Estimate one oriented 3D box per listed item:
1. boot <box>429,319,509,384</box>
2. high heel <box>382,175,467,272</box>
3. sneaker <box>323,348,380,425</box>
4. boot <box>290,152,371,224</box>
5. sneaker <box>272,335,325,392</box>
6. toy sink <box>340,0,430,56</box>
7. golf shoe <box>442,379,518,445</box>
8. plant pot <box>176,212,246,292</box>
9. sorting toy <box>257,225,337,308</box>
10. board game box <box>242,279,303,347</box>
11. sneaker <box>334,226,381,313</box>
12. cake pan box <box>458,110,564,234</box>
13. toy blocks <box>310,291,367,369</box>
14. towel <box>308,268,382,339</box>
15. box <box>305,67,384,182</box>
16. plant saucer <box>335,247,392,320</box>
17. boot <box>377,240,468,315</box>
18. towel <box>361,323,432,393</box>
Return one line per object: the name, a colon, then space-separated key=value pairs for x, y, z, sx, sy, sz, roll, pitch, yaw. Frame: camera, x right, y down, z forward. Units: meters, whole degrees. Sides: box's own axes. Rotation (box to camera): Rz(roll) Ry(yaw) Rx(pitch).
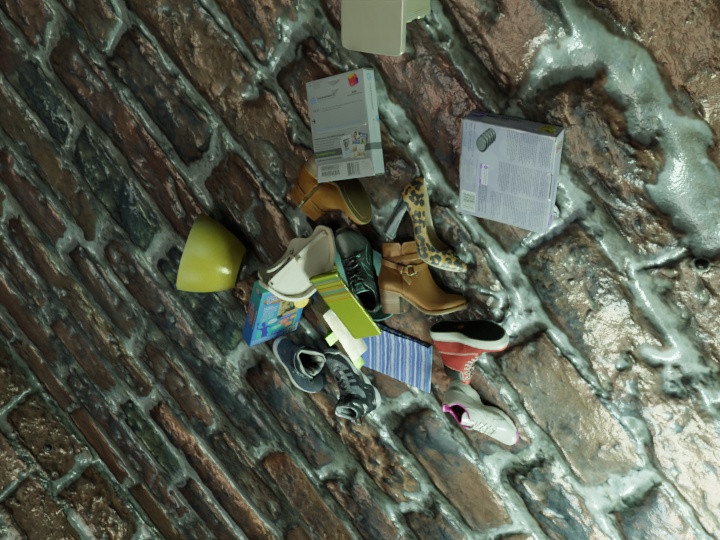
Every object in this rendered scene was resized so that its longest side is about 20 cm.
boot: x=0.251 y=0.186 z=1.559 sx=0.197 sy=0.072 sz=0.147 roll=0 pitch=119 yaw=47
high heel: x=0.158 y=-0.092 z=1.461 sx=0.197 sy=0.072 sz=0.145 roll=30 pitch=112 yaw=0
sneaker: x=-0.041 y=0.298 z=1.824 sx=0.200 sy=0.114 sz=0.075 roll=47 pitch=135 yaw=1
boot: x=-0.067 y=-0.152 z=1.581 sx=0.202 sy=0.073 sz=0.155 roll=55 pitch=136 yaw=11
sneaker: x=-0.130 y=0.262 z=1.854 sx=0.144 sy=0.078 sz=0.203 roll=11 pitch=146 yaw=48
toy sink: x=0.047 y=-0.491 z=1.238 sx=0.128 sy=0.112 sz=0.205 roll=16 pitch=122 yaw=28
golf shoe: x=0.268 y=0.341 z=1.632 sx=0.198 sy=0.091 sz=0.076 roll=36 pitch=133 yaw=11
plant pot: x=-0.372 y=-0.028 z=1.836 sx=0.138 sy=0.203 sz=0.203 roll=17 pitch=133 yaw=-5
sorting toy: x=-0.159 y=-0.013 z=1.670 sx=0.179 sy=0.200 sz=0.108 roll=23 pitch=151 yaw=54
board game box: x=-0.209 y=0.091 z=1.791 sx=0.045 sy=0.150 sz=0.203 roll=50 pitch=139 yaw=28
sneaker: x=0.000 y=0.000 z=1.562 sx=0.074 sy=0.080 sz=0.203 roll=-22 pitch=106 yaw=21
cake pan box: x=0.272 y=-0.177 z=1.315 sx=0.181 sy=0.052 sz=0.205 roll=18 pitch=127 yaw=30
toy blocks: x=-0.063 y=0.129 z=1.735 sx=0.202 sy=0.099 sz=0.136 roll=58 pitch=165 yaw=-27
towel: x=-0.032 y=0.079 z=1.618 sx=0.085 sy=0.018 sz=0.201 roll=-11 pitch=127 yaw=38
box: x=-0.032 y=-0.288 z=1.442 sx=0.153 sy=0.041 sz=0.206 roll=-2 pitch=99 yaw=38
plant saucer: x=0.015 y=0.020 z=1.653 sx=0.196 sy=0.036 sz=0.204 roll=20 pitch=129 yaw=26
boot: x=0.134 y=0.013 z=1.540 sx=0.194 sy=0.077 sz=0.160 roll=1 pitch=93 yaw=15
towel: x=0.082 y=0.208 z=1.735 sx=0.196 sy=0.024 sz=0.148 roll=19 pitch=129 yaw=27
